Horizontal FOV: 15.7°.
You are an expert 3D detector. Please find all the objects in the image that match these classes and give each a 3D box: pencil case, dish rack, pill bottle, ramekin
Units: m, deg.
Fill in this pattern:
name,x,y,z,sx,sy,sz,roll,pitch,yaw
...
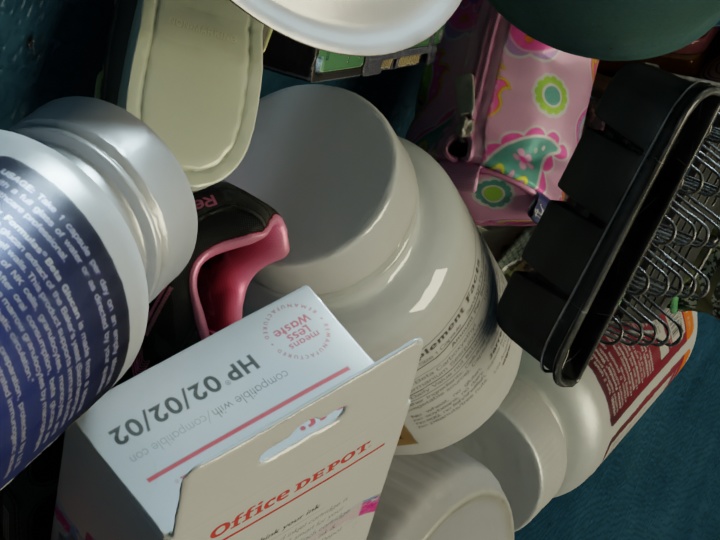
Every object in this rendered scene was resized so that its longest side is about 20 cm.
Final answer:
name,x,y,z,sx,sy,sz,roll,pitch,yaw
pencil case,0.077,-0.119,1.288,0.087,0.087,0.200,47,56,-64
dish rack,0.146,-0.025,1.254,0.200,0.055,0.154,2,118,-61
pill bottle,0.105,0.062,1.479,0.200,0.109,0.110,-41,142,-50
pill bottle,0.000,0.000,1.199,0.114,0.114,0.200,-64,155,-16
ramekin,-0.001,0.165,1.325,0.202,0.094,0.202,-44,146,-40
pill bottle,-0.143,0.019,0.904,0.200,0.111,0.111,-44,144,-46

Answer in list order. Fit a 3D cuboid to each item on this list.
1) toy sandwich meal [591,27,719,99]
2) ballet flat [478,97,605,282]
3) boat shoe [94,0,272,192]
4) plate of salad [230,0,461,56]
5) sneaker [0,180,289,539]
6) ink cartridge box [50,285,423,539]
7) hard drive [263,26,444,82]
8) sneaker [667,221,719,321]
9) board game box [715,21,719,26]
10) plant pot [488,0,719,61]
name,x,y,z,sx,sy,sz,roll,pitch,yaw
toy sandwich meal,0.187,-0.143,1.403,0.205,0.205,0.070,-39,130,-51
ballet flat,0.067,-0.014,1.373,0.200,0.069,0.071,-46,117,6
boat shoe,-0.062,-0.120,1.046,0.060,0.072,0.202,-30,-137,62
plate of salad,-0.031,-0.173,1.008,0.200,0.048,0.200,22,57,-38
sneaker,-0.091,0.047,1.063,0.200,0.095,0.079,-68,158,-4
ink cartridge box,-0.053,0.084,1.005,0.115,0.068,0.200,-29,154,-29
hard drive,0.013,-0.189,1.188,0.140,0.038,0.200,-18,122,-61
sneaker,0.150,-0.002,1.450,0.089,0.200,0.077,-44,153,-20
board game box,0.213,-0.201,1.383,0.200,0.151,0.047,-85,174,-52
plant pot,0.122,-0.197,1.155,0.200,0.200,0.188,-57,167,-30
